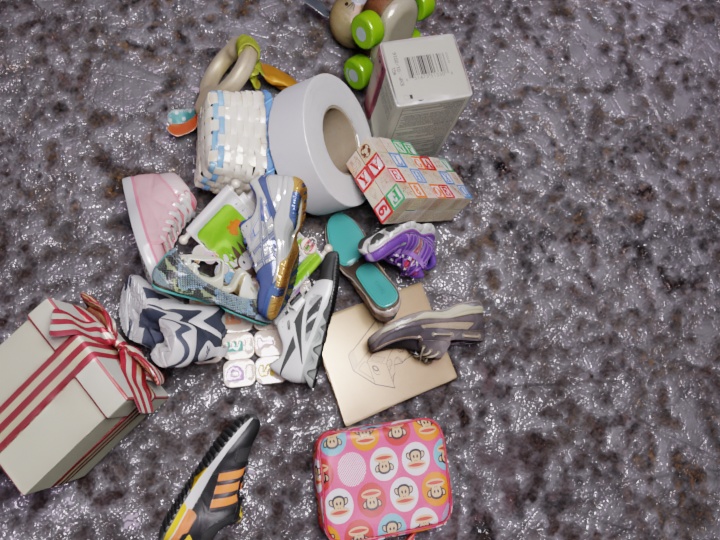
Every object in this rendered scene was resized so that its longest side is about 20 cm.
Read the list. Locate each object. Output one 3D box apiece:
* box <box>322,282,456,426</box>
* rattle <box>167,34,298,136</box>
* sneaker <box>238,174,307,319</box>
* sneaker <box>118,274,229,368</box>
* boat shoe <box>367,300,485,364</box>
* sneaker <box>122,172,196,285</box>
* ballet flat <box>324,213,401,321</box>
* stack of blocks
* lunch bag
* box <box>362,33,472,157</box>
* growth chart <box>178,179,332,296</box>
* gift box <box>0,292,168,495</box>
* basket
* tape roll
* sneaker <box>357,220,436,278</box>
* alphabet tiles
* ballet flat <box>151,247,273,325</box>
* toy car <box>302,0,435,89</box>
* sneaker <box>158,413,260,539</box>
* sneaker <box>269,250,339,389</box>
[{"bbox_3d":[0.037,0.127,0.962,0.195,0.021,0.167,-18,79,-17],"label":"box"},{"bbox_3d":[-0.215,-0.278,1.033,0.129,0.142,0.203,27,85,33],"label":"rattle"},{"bbox_3d":[-0.133,-0.036,0.879,0.086,0.075,0.206,10,91,8],"label":"sneaker"},{"bbox_3d":[-0.262,0.074,0.896,0.128,0.197,0.082,13,100,-48],"label":"sneaker"},{"bbox_3d":[0.108,0.101,0.934,0.195,0.075,0.075,-13,76,-14],"label":"boat shoe"},{"bbox_3d":[-0.289,-0.074,0.916,0.102,0.076,0.203,-13,53,-18],"label":"sneaker"},{"bbox_3d":[0.000,0.000,0.965,0.067,0.068,0.203,-25,60,-7],"label":"ballet flat"},{"bbox_3d":[0.082,-0.140,0.970,0.197,0.059,0.117,-7,60,-50],"label":"stack of blocks"},{"bbox_3d":[0.033,0.311,0.878,0.194,0.082,0.181,-3,75,-12],"label":"lunch bag"},{"bbox_3d":[0.082,-0.267,0.992,0.124,0.200,0.112,-12,75,-13],"label":"box"},{"bbox_3d":[-0.158,-0.034,0.920,0.198,0.018,0.146,36,97,-17],"label":"growth chart"},{"bbox_3d":[-0.365,0.155,0.780,0.186,0.200,0.185,-43,87,-8],"label":"gift box"},{"bbox_3d":[-0.157,-0.192,0.964,0.195,0.139,0.182,6,72,-24],"label":"basket"},{"bbox_3d":[-0.054,-0.192,0.951,0.069,0.201,0.209,-11,71,31],"label":"tape roll"},{"bbox_3d":[0.071,-0.028,0.943,0.198,0.079,0.086,-6,79,-56],"label":"sneaker"},{"bbox_3d":[-0.166,0.074,0.947,0.190,0.015,0.206,-3,75,-11],"label":"alphabet tiles"},{"bbox_3d":[-0.195,0.022,0.872,0.197,0.073,0.076,23,66,-39],"label":"ballet flat"},{"bbox_3d":[-0.001,-0.446,1.067,0.200,0.159,0.163,43,59,17],"label":"toy car"},{"bbox_3d":[-0.189,0.302,0.856,0.090,0.070,0.202,40,71,-13],"label":"sneaker"},{"bbox_3d":[-0.083,0.062,0.906,0.086,0.074,0.205,14,79,5],"label":"sneaker"}]
